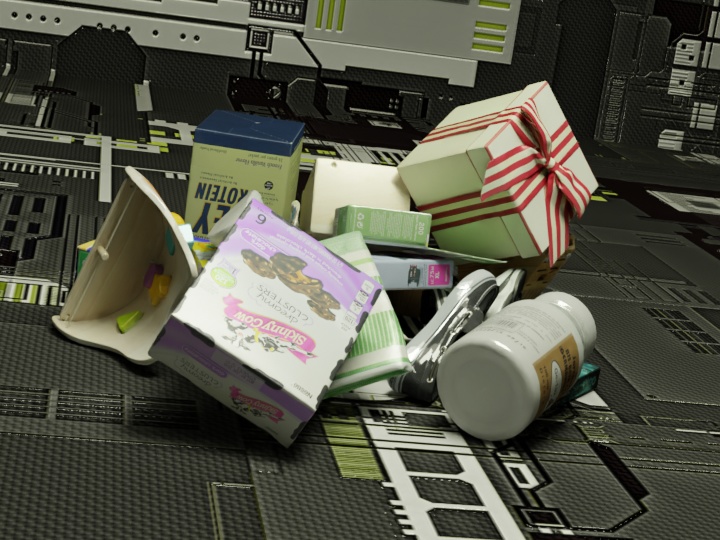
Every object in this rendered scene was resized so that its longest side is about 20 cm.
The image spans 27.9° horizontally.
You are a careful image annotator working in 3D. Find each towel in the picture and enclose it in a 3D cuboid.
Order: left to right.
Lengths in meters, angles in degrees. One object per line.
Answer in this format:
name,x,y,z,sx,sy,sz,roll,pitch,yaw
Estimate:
towel,-0.041,0.051,1.568,0.151,0.023,0.201,-17,50,-8

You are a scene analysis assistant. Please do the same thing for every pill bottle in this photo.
pill bottle,0.175,0.095,1.558,0.114,0.115,0.200,16,25,28

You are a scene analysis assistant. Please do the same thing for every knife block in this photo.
knife block,0.173,-0.023,1.971,0.064,0.201,0.176,-8,51,-48

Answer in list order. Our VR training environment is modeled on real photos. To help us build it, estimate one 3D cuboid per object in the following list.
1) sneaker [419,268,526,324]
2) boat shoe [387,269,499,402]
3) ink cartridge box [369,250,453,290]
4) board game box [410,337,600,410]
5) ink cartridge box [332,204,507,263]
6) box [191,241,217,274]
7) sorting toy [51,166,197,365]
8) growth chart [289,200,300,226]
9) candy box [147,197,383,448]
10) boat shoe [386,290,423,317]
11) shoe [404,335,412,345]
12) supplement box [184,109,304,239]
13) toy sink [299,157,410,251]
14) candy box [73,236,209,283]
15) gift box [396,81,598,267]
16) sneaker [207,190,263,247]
sneaker,0.138,0.030,1.805,0.114,0.076,0.200,14,17,13
boat shoe,0.110,0.076,1.639,0.066,0.070,0.200,28,47,23
ink cartridge box,0.000,0.000,1.715,0.199,0.042,0.119,-4,9,-40
board game box,0.167,0.111,1.721,0.199,0.028,0.135,18,17,30
ink cartridge box,0.071,-0.044,1.773,0.198,0.048,0.146,7,-1,-7
box,-0.161,0.048,1.593,0.048,0.118,0.200,4,15,-14
sorting toy,-0.234,0.017,1.600,0.106,0.201,0.180,22,10,-33
growth chart,-0.094,-0.017,1.847,0.018,0.146,0.200,11,16,-2
candy box,-0.090,0.049,1.445,0.167,0.072,0.200,34,42,-4
boat shoe,0.010,0.011,1.892,0.199,0.074,0.063,21,-13,-14
shoe,-0.020,0.085,1.623,0.199,0.071,0.053,1,8,-37
supplement box,-0.162,-0.103,2.015,0.133,0.202,0.200,9,14,1
toy sink,-0.015,-0.064,1.947,0.129,0.113,0.200,6,-19,-7
candy box,-0.229,0.008,1.794,0.198,0.078,0.169,11,15,13
gift box,0.181,-0.108,1.851,0.186,0.185,0.200,-10,32,46
sneaker,-0.118,-0.036,1.648,0.089,0.075,0.200,49,2,-3
